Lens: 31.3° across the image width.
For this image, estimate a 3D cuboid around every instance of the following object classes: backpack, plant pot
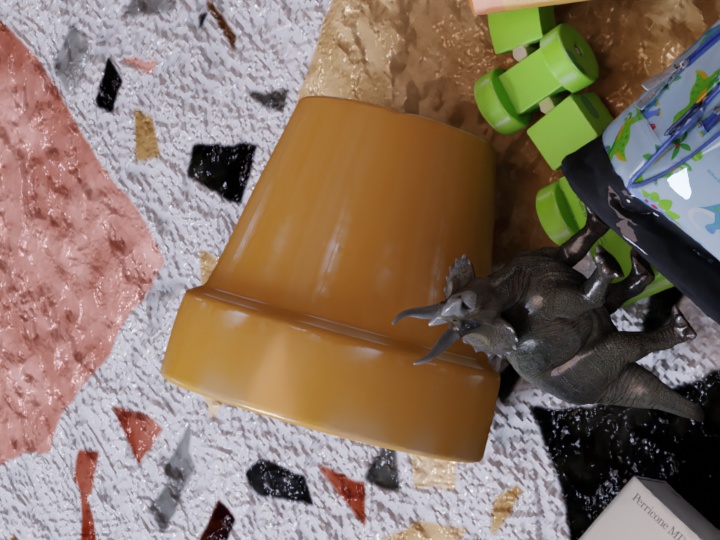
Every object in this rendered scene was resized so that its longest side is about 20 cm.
[{"bbox_3d":[0.221,-0.063,0.612,0.163,0.154,0.200,41,101,-9],"label":"backpack"},{"bbox_3d":[0.000,0.000,0.776,0.200,0.200,0.184,13,87,37],"label":"plant pot"}]

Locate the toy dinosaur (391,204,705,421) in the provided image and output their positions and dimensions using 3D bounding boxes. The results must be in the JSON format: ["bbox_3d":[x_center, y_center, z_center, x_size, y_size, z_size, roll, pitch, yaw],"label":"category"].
[{"bbox_3d":[0.114,0.030,0.702,0.102,0.200,0.077,-37,41,23],"label":"toy dinosaur"}]

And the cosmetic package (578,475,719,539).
[{"bbox_3d":[0.135,0.223,0.716,0.104,0.073,0.200,42,100,29],"label":"cosmetic package"}]

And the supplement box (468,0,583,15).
[{"bbox_3d":[0.149,-0.188,0.674,0.200,0.069,0.067,-4,124,29],"label":"supplement box"}]

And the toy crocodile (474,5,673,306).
[{"bbox_3d":[0.126,-0.076,0.742,0.067,0.062,0.200,-32,80,36],"label":"toy crocodile"}]
